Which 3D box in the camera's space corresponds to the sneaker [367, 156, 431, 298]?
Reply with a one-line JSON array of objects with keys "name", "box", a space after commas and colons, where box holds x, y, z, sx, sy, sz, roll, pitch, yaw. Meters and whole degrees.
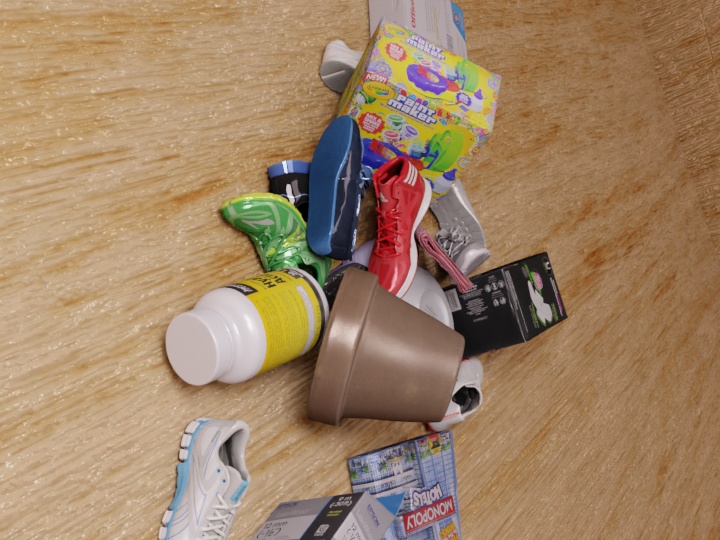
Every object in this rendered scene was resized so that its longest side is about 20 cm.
[{"name": "sneaker", "box": [0.034, -0.062, 1.279, 0.116, 0.077, 0.204, 45, 52, -54]}]

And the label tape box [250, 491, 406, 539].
[{"name": "label tape box", "box": [-0.050, 0.310, 1.095, 0.067, 0.141, 0.200, 62, 37, -15]}]

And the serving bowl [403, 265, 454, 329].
[{"name": "serving bowl", "box": [0.089, 0.079, 1.450, 0.199, 0.065, 0.204, 25, 58, -46]}]

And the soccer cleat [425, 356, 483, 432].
[{"name": "soccer cleat", "box": [0.166, 0.194, 1.489, 0.199, 0.084, 0.070, -34, 103, -53]}]

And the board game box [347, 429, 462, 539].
[{"name": "board game box", "box": [0.079, 0.345, 1.329, 0.198, 0.061, 0.204, -3, 78, -54]}]

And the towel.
[{"name": "towel", "box": [0.088, -0.057, 1.439, 0.144, 0.023, 0.200, 46, 4, -37]}]

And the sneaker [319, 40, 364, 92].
[{"name": "sneaker", "box": [0.025, -0.304, 1.493, 0.198, 0.070, 0.081, 28, 44, -27]}]

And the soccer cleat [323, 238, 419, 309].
[{"name": "soccer cleat", "box": [0.000, 0.000, 1.373, 0.198, 0.072, 0.069, -29, 124, -38]}]

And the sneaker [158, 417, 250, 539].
[{"name": "sneaker", "box": [-0.161, 0.254, 1.018, 0.075, 0.085, 0.204, 31, 54, -45]}]

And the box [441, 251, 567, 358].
[{"name": "box", "box": [0.239, 0.059, 1.588, 0.199, 0.147, 0.127, -15, 87, -56]}]

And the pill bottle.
[{"name": "pill bottle", "box": [-0.133, 0.069, 1.109, 0.199, 0.110, 0.113, -20, 92, -55]}]

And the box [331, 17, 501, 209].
[{"name": "box", "box": [0.073, -0.228, 1.383, 0.197, 0.193, 0.124, 23, 52, -10]}]

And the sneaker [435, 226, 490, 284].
[{"name": "sneaker", "box": [0.153, -0.031, 1.531, 0.083, 0.074, 0.200, 52, -5, -4]}]

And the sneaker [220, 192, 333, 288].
[{"name": "sneaker", "box": [-0.102, -0.034, 1.225, 0.199, 0.073, 0.085, 37, 44, -40]}]

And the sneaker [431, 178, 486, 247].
[{"name": "sneaker", "box": [0.171, -0.103, 1.636, 0.203, 0.075, 0.081, 63, 27, -16]}]

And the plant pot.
[{"name": "plant pot", "box": [0.037, 0.117, 1.197, 0.200, 0.171, 0.204, 17, 90, -87]}]

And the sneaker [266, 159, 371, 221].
[{"name": "sneaker", "box": [-0.054, -0.110, 1.335, 0.198, 0.069, 0.080, -4, 82, -47]}]

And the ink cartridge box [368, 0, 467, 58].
[{"name": "ink cartridge box", "box": [0.102, -0.431, 1.661, 0.199, 0.084, 0.148, 23, 58, -49]}]

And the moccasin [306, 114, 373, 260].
[{"name": "moccasin", "box": [-0.030, -0.108, 1.261, 0.068, 0.080, 0.204, 28, 65, -41]}]
